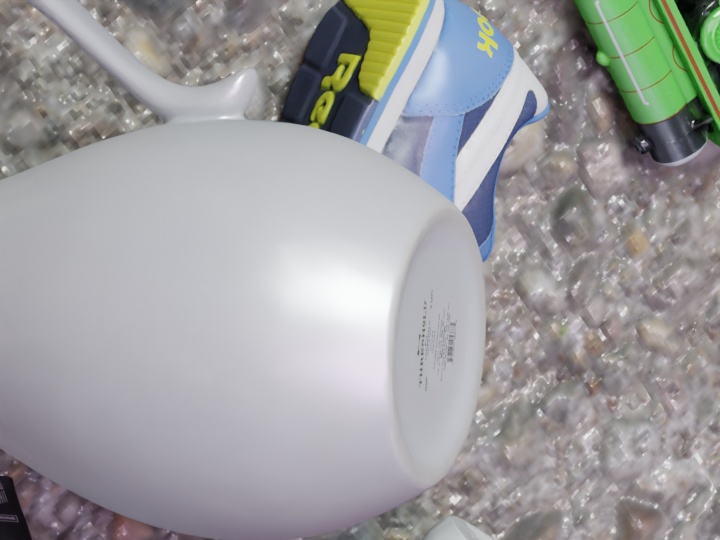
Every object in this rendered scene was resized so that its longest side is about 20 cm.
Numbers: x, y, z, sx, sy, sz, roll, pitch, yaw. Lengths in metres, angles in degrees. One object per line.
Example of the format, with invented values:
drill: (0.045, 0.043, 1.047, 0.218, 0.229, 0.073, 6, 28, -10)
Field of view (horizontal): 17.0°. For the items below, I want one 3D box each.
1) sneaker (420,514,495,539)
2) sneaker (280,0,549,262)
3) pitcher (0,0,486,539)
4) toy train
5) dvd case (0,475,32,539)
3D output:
sneaker: (0.048, 0.191, 0.894, 0.200, 0.081, 0.147, 38, 93, -34)
sneaker: (0.000, 0.000, 0.813, 0.082, 0.074, 0.201, 26, 92, -33)
pitcher: (-0.068, -0.011, 0.713, 0.121, 0.199, 0.173, -12, 105, -67)
toy train: (0.091, -0.119, 0.848, 0.056, 0.042, 0.200, -33, 117, -6)
dvd case: (-0.149, 0.123, 0.687, 0.145, 0.200, 0.022, 5, 120, -26)
